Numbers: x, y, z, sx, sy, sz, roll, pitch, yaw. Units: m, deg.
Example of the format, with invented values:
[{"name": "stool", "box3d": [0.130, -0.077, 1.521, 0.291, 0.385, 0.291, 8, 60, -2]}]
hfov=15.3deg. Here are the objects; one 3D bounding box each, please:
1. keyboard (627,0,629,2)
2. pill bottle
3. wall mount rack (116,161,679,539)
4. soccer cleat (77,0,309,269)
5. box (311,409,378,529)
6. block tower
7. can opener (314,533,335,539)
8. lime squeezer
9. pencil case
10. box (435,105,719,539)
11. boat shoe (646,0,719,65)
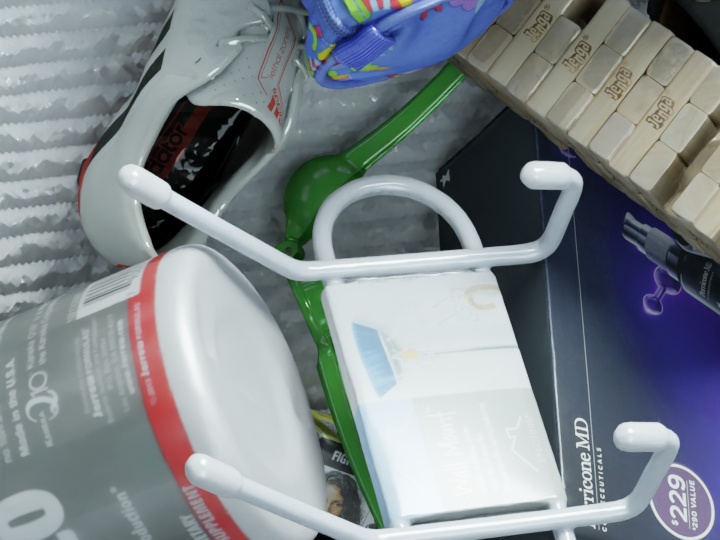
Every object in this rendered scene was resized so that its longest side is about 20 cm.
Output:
[{"name": "keyboard", "box3d": [0.055, -0.147, 0.989, 0.011, 0.056, 0.200, -47, 138, -7]}, {"name": "pill bottle", "box3d": [-0.123, 0.078, 0.954, 0.199, 0.114, 0.114, -22, 116, 15]}, {"name": "wall mount rack", "box3d": [0.008, 0.029, 0.911, 0.172, 0.201, 0.075, -4, 144, -18]}, {"name": "soccer cleat", "box3d": [-0.041, -0.087, 0.988, 0.068, 0.085, 0.201, 27, 95, -27]}, {"name": "box", "box3d": [-0.036, 0.157, 1.086, 0.075, 0.050, 0.201, 22, 98, -28]}, {"name": "block tower", "box3d": [0.084, -0.073, 0.984, 0.054, 0.200, 0.058, -51, 151, -1]}, {"name": "can opener", "box3d": [-0.075, 0.151, 1.026, 0.199, 0.064, 0.079, -32, 121, 29]}, {"name": "lime squeezer", "box3d": [0.000, 0.000, 1.044, 0.070, 0.038, 0.202, 12, 84, -8]}, {"name": "pencil case", "box3d": [-0.024, -0.160, 0.932, 0.087, 0.078, 0.201, -21, 81, -46]}, {"name": "box", "box3d": [0.109, 0.044, 1.031, 0.140, 0.201, 0.079, 15, 144, -24]}, {"name": "boat shoe", "box3d": [0.150, -0.028, 1.013, 0.067, 0.201, 0.072, 7, 144, -19]}]
